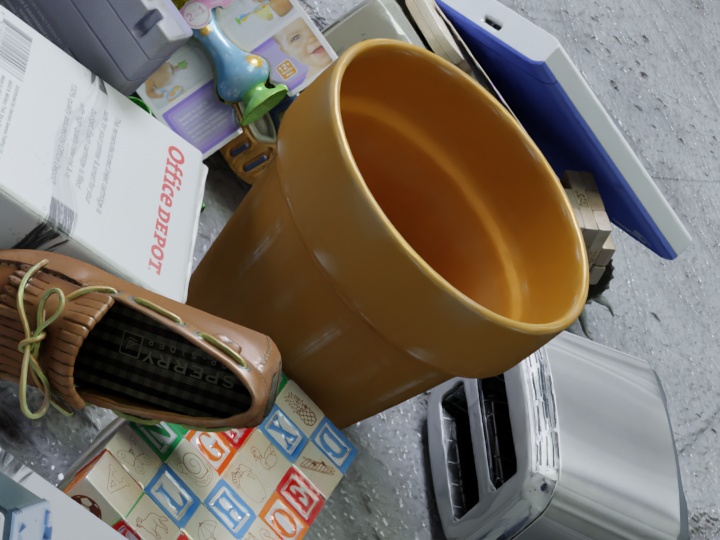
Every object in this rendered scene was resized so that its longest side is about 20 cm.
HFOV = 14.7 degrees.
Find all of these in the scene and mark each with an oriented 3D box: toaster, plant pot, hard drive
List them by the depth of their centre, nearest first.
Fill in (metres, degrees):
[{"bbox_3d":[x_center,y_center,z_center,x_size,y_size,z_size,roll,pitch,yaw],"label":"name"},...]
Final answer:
[{"bbox_3d":[0.000,0.000,1.619,0.200,0.183,0.201,32,35,-27],"label":"plant pot"},{"bbox_3d":[0.119,0.124,1.718,0.129,0.114,0.201,25,41,-30],"label":"toaster"},{"bbox_3d":[0.134,-0.100,1.849,0.132,0.025,0.200,40,-9,51],"label":"hard drive"}]

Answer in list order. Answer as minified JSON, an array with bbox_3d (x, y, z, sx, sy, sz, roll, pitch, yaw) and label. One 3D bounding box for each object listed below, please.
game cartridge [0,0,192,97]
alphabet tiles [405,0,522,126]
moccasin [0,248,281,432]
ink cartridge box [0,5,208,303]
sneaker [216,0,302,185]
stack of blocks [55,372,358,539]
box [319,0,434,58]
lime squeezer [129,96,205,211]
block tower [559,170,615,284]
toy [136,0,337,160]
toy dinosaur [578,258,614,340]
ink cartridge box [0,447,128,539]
[{"bbox_3d":[-0.195,-0.177,1.603,0.201,0.130,0.038,55,39,6],"label":"game cartridge"},{"bbox_3d":[0.065,-0.148,1.878,0.196,0.015,0.200,62,10,27],"label":"alphabet tiles"},{"bbox_3d":[-0.141,0.040,1.430,0.200,0.074,0.078,22,10,7],"label":"moccasin"},{"bbox_3d":[-0.189,-0.053,1.522,0.200,0.084,0.145,35,33,-22],"label":"ink cartridge box"},{"bbox_3d":[-0.081,-0.143,1.763,0.088,0.075,0.201,13,60,-81],"label":"sneaker"},{"bbox_3d":[-0.088,0.118,1.498,0.115,0.059,0.200,47,31,-6],"label":"stack of blocks"},{"bbox_3d":[0.014,-0.134,1.824,0.082,0.068,0.200,54,8,-1],"label":"box"},{"bbox_3d":[-0.156,-0.108,1.652,0.201,0.038,0.071,56,5,4],"label":"lime squeezer"},{"bbox_3d":[0.067,-0.035,1.802,0.199,0.054,0.058,4,47,-23],"label":"block tower"},{"bbox_3d":[-0.113,-0.178,1.693,0.201,0.115,0.047,54,-13,3],"label":"toy"},{"bbox_3d":[0.109,-0.004,1.874,0.102,0.077,0.200,45,24,16],"label":"toy dinosaur"},{"bbox_3d":[-0.199,0.152,1.293,0.200,0.086,0.147,37,33,-20],"label":"ink cartridge box"}]
